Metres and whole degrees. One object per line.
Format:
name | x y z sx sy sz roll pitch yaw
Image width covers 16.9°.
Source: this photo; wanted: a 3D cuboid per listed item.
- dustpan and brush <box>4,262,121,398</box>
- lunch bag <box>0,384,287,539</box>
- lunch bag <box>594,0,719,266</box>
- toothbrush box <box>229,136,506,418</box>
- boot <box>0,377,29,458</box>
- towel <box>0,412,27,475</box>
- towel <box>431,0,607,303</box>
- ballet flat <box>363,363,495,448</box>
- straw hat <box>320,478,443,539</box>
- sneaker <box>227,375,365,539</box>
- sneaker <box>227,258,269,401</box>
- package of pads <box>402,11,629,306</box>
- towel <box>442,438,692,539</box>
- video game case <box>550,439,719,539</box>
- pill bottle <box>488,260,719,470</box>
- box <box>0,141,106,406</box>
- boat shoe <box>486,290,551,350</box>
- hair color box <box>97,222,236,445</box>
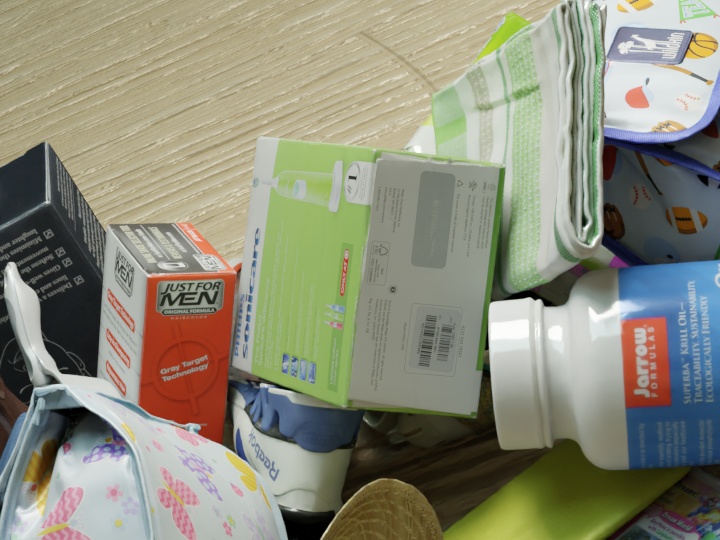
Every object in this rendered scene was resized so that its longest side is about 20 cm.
dustpan and brush | -0.185 0.089 1.512 0.057 0.200 0.140 -3 -18 -22
lunch bag | -0.117 0.172 1.322 0.127 0.170 0.200 -19 69 20
lunch bag | 0.207 -0.081 1.432 0.124 0.200 0.170 -58 5 46
toothbrush box | 0.000 0.000 1.417 0.086 0.146 0.200 6 2 -23
boot | -0.244 0.153 1.556 0.072 0.166 0.200 -20 30 20
towel | -0.206 0.186 1.400 0.200 0.048 0.112 -82 16 -48
towel | 0.082 -0.060 1.368 0.200 0.031 0.149 152 123 -65
ballet flat | 0.035 0.077 1.531 0.071 0.071 0.200 -41 30 -18
straw hat | -0.030 0.202 1.225 0.085 0.201 0.201 3 41 28
sneaker | -0.050 0.127 1.487 0.199 0.080 0.115 170 111 -81
sneaker | -0.079 0.054 1.683 0.200 0.082 0.077 -69 3 -72
package of pads | 0.135 -0.053 1.521 0.200 0.068 0.155 31 54 10
towel | 0.087 0.155 1.347 0.200 0.018 0.086 -36 33 -14
video game case | 0.120 0.168 1.332 0.182 0.024 0.200 -38 28 -14
pill bottle | 0.173 0.052 1.317 0.200 0.112 0.112 -5 32 6
box | -0.232 0.039 1.695 0.148 0.200 0.107 -27 27 5
boat shoe | 0.127 -0.011 1.582 0.200 0.062 0.075 -33 20 -33
hair color box | -0.127 0.079 1.532 0.061 0.200 0.102 -2 21 -21
